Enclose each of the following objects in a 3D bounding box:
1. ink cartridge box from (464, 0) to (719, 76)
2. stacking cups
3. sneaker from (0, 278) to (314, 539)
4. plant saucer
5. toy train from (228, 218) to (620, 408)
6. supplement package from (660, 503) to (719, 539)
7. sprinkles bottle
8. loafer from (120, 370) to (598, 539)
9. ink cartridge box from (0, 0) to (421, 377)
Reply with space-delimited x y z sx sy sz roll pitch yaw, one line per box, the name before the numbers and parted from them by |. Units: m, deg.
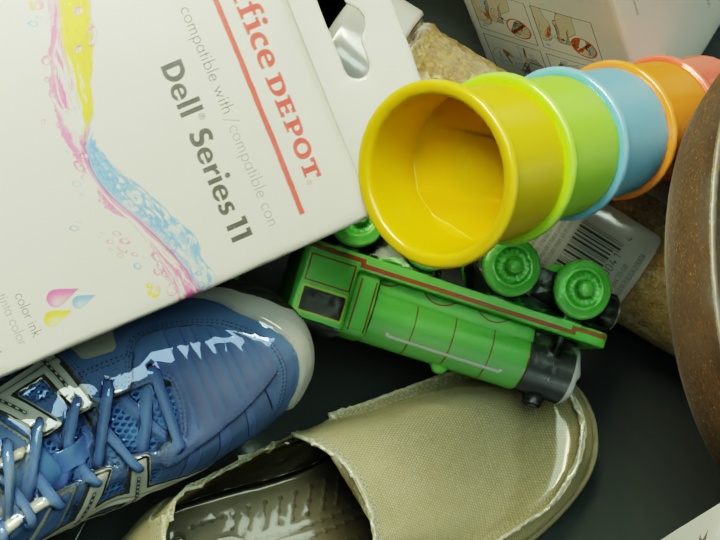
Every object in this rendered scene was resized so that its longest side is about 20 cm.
ink cartridge box | 0.102 -0.190 0.806 0.084 0.200 0.176 21 65 32
stacking cups | 0.077 -0.042 0.733 0.200 0.060 0.061 -13 70 -55
sneaker | -0.107 0.065 0.724 0.199 0.077 0.076 -23 112 6
plant saucer | 0.162 0.007 0.765 0.200 0.034 0.201 10 77 -52
toy train | 0.000 0.000 0.762 0.199 0.042 0.057 18 83 -11
supplement package | 0.183 0.189 0.724 0.199 0.151 0.153 16 70 -5
sprinkles bottle | 0.070 -0.035 0.823 0.199 0.068 0.068 31 69 1
loafer | 0.004 0.087 0.770 0.199 0.068 0.076 -23 77 -16
ink cartridge box | -0.073 -0.050 0.691 0.199 0.067 0.118 -24 100 -7
